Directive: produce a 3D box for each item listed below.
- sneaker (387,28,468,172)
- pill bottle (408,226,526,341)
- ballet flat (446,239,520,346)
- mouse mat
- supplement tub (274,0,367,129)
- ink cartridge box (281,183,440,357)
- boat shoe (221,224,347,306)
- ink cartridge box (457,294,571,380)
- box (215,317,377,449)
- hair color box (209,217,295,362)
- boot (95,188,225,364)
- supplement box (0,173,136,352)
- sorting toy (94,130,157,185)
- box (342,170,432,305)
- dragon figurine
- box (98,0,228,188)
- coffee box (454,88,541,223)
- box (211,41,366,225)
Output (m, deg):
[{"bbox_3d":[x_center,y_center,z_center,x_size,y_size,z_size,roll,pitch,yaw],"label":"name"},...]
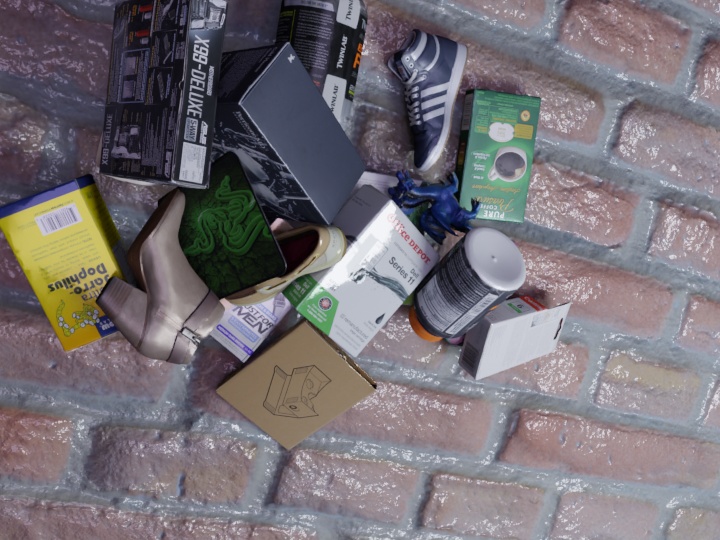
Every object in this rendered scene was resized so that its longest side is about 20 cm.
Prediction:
[{"bbox_3d":[0.086,-0.258,0.909,0.107,0.070,0.203,15,90,-22],"label":"sneaker"},{"bbox_3d":[0.146,0.032,0.901,0.105,0.200,0.108,14,53,-20],"label":"pill bottle"},{"bbox_3d":[0.199,0.035,0.995,0.069,0.071,0.202,34,95,26],"label":"ballet flat"},{"bbox_3d":[-0.187,-0.047,0.790,0.008,0.198,0.163,-30,98,-49],"label":"mouse mat"},{"bbox_3d":[-0.058,-0.303,0.835,0.121,0.122,0.203,9,100,-16],"label":"supplement tub"},{"bbox_3d":[0.000,0.000,0.877,0.201,0.083,0.146,-49,127,-2],"label":"ink cartridge box"},{"bbox_3d":[-0.116,-0.012,0.807,0.198,0.066,0.075,-28,70,20],"label":"boat shoe"},{"bbox_3d":[0.261,0.103,1.017,0.198,0.050,0.110,-11,124,-33],"label":"ink cartridge box"},{"bbox_3d":[-0.098,0.180,0.931,0.199,0.021,0.164,-37,110,21],"label":"box"},{"bbox_3d":[-0.151,0.023,0.907,0.109,0.065,0.201,41,87,-17],"label":"hair color box"},{"bbox_3d":[-0.239,0.016,0.793,0.146,0.070,0.202,37,75,-25],"label":"boot"},{"bbox_3d":[-0.379,-0.014,0.813,0.108,0.109,0.203,-23,106,-9],"label":"supplement box"},{"bbox_3d":[-0.244,-0.199,0.824,0.178,0.106,0.203,18,89,-29],"label":"sorting toy"},{"bbox_3d":[0.028,-0.051,0.955,0.142,0.036,0.203,6,101,-17],"label":"box"},{"bbox_3d":[0.128,-0.079,0.908,0.099,0.059,0.200,-43,95,-23],"label":"dragon figurine"},{"bbox_3d":[-0.226,-0.200,0.682,0.049,0.156,0.203,2,97,-51],"label":"box"},{"bbox_3d":[0.216,-0.181,0.974,0.121,0.044,0.203,2,100,-15],"label":"coffee box"},{"bbox_3d":[-0.124,-0.168,0.770,0.105,0.180,0.201,-59,134,-23],"label":"box"}]
